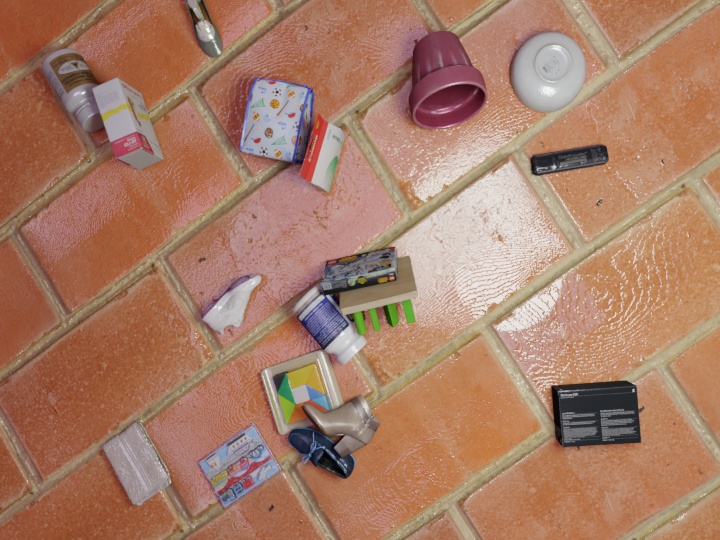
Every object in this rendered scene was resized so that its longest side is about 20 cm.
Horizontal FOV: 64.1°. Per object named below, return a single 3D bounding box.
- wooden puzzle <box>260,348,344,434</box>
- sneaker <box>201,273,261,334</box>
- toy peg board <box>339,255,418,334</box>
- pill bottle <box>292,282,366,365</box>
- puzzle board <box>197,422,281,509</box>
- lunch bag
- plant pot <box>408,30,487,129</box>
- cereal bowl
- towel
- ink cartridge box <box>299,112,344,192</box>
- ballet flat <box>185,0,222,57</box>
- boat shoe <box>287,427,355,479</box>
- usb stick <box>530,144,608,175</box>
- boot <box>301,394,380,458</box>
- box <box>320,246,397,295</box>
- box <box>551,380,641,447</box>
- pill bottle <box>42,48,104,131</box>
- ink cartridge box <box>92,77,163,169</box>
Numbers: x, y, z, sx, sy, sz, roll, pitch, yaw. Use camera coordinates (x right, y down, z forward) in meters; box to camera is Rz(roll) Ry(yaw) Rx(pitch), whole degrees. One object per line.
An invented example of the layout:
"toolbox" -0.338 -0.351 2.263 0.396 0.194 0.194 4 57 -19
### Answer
"wooden puzzle" -0.157 0.332 1.564 0.195 0.037 0.190 -19 88 5
"sneaker" -0.338 0.091 1.577 0.199 0.075 0.100 -41 105 4
"toy peg board" 0.052 0.070 1.489 0.194 0.200 0.100 -13 116 5
"pill bottle" -0.079 0.144 1.518 0.115 0.116 0.201 -41 86 4
"puzzle board" -0.337 0.542 1.591 0.198 0.017 0.153 -34 87 4
"lunch bag" -0.217 -0.400 1.534 0.165 0.124 0.206 11 98 6
"plant pot" 0.210 -0.493 1.467 0.194 0.200 0.184 -12 73 5
"cereal bowl" 0.490 -0.521 1.485 0.194 0.083 0.206 0 90 4
"towel" -0.626 0.542 1.610 0.131 0.034 0.203 -33 87 4
"ink cartridge box" -0.094 -0.298 1.480 0.049 0.200 0.165 17 92 5
"ballet flat" -0.441 -0.688 1.585 0.066 0.064 0.205 -21 88 5
"boat shoe" -0.106 0.485 1.532 0.195 0.069 0.086 21 115 7
"usb stick" 0.546 -0.289 1.504 0.194 0.033 0.057 -9 82 6
"boot" -0.045 0.387 1.524 0.146 0.070 0.202 -41 100 -18
"box" 0.000 0.000 1.494 0.194 0.138 0.041 -12 115 10
"box" 0.601 0.365 1.471 0.194 0.079 0.146 -5 92 6
"pill bottle" -0.778 -0.496 1.590 0.113 0.114 0.203 -33 87 4
"ink cartridge box" -0.628 -0.395 1.559 0.082 0.145 0.205 -21 88 4
